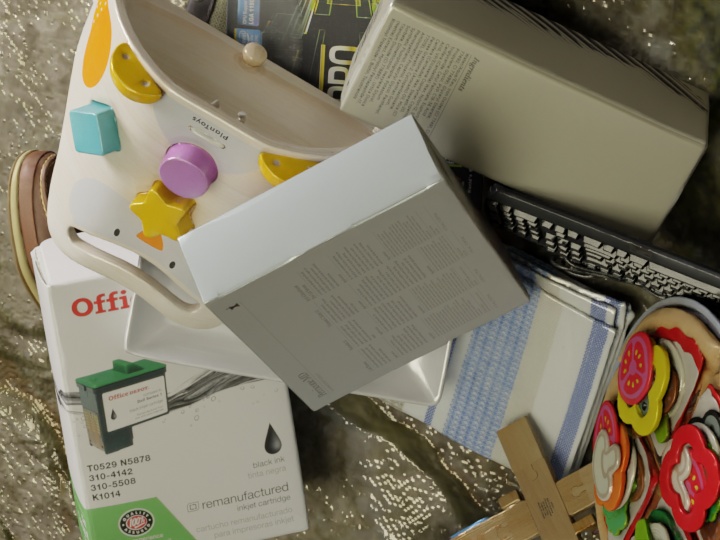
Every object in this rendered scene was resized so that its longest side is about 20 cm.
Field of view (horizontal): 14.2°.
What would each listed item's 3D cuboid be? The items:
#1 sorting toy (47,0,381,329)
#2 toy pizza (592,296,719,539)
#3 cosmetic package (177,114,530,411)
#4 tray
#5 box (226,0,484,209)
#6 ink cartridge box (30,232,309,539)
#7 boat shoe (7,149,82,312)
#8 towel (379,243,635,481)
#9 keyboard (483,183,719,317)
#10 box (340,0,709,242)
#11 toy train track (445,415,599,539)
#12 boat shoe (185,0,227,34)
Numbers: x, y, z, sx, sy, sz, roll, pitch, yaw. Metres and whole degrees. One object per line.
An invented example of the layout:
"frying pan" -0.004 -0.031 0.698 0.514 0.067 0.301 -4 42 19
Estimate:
"sorting toy" -0.103 -0.051 1.691 0.199 0.107 0.180 30 130 -3
"toy pizza" 0.171 0.115 1.646 0.200 0.032 0.201 -178 90 -69
"cosmetic package" 0.000 0.000 1.661 0.150 0.200 0.052 -29 64 5
"tray" -0.039 0.015 1.768 0.199 0.022 0.108 10 108 -5
"box" 0.001 -0.134 1.712 0.160 0.049 0.201 6 115 3
"ink cartridge box" -0.121 0.074 1.841 0.145 0.084 0.201 -12 110 -8
"boat shoe" -0.173 0.010 1.896 0.067 0.072 0.201 -6 113 26
"towel" 0.066 0.039 1.796 0.199 0.024 0.147 27 123 20
"keyboard" 0.166 0.002 1.677 0.199 0.127 0.021 23 84 14
"box" 0.095 -0.097 1.653 0.199 0.068 0.082 25 121 -7
"toy train track" 0.088 0.166 1.793 0.199 0.032 0.115 -31 71 24
"boat shoe" -0.088 -0.138 1.786 0.065 0.073 0.201 34 114 20
